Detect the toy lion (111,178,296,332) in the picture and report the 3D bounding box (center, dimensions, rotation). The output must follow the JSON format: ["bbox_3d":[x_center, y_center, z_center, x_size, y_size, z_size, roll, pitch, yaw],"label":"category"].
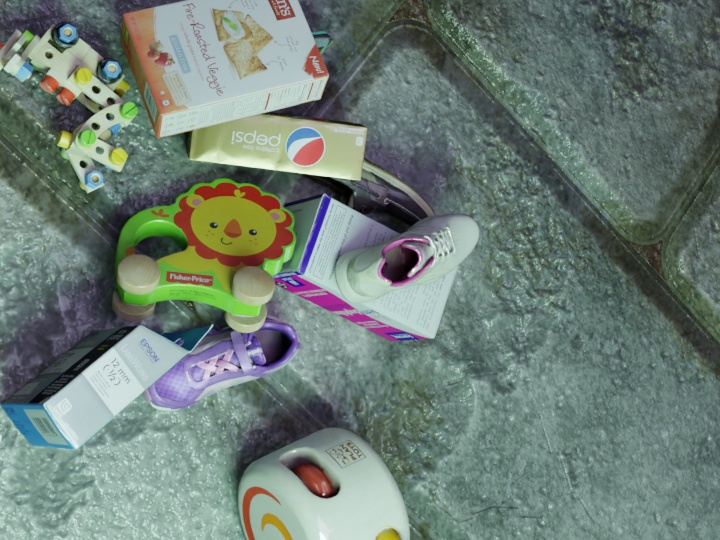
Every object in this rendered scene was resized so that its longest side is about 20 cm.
[{"bbox_3d":[-0.172,-0.028,1.739,0.200,0.069,0.192,6,49,-11],"label":"toy lion"}]

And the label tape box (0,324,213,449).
[{"bbox_3d":[-0.270,0.104,1.654,0.200,0.143,0.066,-43,106,-26],"label":"label tape box"}]

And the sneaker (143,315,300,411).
[{"bbox_3d":[-0.151,0.100,1.755,0.200,0.088,0.081,-20,96,-29],"label":"sneaker"}]

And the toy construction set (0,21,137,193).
[{"bbox_3d":[-0.324,-0.193,1.691,0.200,0.092,0.131,46,65,-30],"label":"toy construction set"}]

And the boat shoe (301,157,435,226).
[{"bbox_3d":[-0.003,-0.099,1.874,0.201,0.072,0.066,34,75,-17],"label":"boat shoe"}]

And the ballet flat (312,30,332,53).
[{"bbox_3d":[-0.123,-0.236,1.817,0.200,0.074,0.074,-10,90,-21],"label":"ballet flat"}]

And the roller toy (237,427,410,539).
[{"bbox_3d":[-0.036,0.276,1.745,0.140,0.200,0.183,-22,90,-30],"label":"roller toy"}]

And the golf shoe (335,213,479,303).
[{"bbox_3d":[0.070,-0.016,1.775,0.200,0.092,0.075,-25,96,-31],"label":"golf shoe"}]

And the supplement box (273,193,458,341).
[{"bbox_3d":[0.000,0.000,1.843,0.200,0.101,0.103,25,73,-25],"label":"supplement box"}]

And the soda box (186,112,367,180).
[{"bbox_3d":[-0.097,-0.148,1.780,0.200,0.068,0.064,6,98,-9],"label":"soda box"}]

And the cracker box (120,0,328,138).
[{"bbox_3d":[-0.152,-0.238,1.729,0.200,0.058,0.134,-16,70,-19],"label":"cracker box"}]
